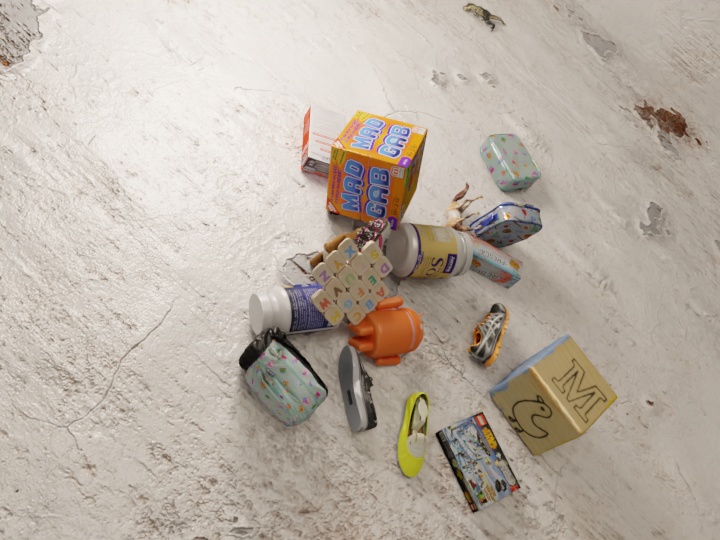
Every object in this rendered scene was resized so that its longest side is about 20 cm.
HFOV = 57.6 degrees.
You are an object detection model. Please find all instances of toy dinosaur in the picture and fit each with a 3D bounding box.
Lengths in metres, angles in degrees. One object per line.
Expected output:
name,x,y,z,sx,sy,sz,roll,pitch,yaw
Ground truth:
toy dinosaur,0.496,-0.988,2.558,0.199,0.047,0.088,18,48,-22

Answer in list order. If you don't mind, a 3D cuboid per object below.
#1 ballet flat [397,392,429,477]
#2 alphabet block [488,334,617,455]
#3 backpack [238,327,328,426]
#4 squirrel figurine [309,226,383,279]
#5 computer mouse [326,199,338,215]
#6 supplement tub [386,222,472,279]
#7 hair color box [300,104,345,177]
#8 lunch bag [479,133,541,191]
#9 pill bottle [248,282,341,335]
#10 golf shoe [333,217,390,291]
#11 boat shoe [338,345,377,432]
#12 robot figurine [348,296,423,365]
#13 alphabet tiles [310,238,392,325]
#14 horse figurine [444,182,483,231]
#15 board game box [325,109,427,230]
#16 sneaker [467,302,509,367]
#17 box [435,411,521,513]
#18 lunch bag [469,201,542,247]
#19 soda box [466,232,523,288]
ballet flat,0.129,0.373,1.519,0.067,0.067,0.201,21,54,-16
alphabet block,0.487,0.316,1.666,0.196,0.195,0.200,-28,76,-35
backpack,-0.168,0.232,1.407,0.127,0.167,0.200,-43,89,-19
squirrel figurine,0.000,0.000,1.639,0.200,0.141,0.187,-30,84,-35
computer mouse,-0.040,-0.212,1.814,0.058,0.034,0.200,22,45,13
supplement tub,0.185,-0.050,1.756,0.199,0.145,0.146,3,60,-26
hair color box,-0.104,-0.363,1.848,0.111,0.064,0.201,15,54,-21
lunch bag,0.494,-0.353,2.148,0.160,0.077,0.201,-11,67,-34
pill bottle,-0.150,0.090,1.513,0.199,0.116,0.116,-4,64,-30
golf shoe,0.015,-0.030,1.543,0.092,0.073,0.200,34,87,-35
boat shoe,0.001,0.271,1.516,0.066,0.070,0.201,5,60,-34
robot figurine,0.070,0.149,1.592,0.199,0.117,0.144,-4,64,-30
alphabet tiles,-0.018,0.029,1.489,0.200,0.015,0.196,-44,127,-11
horse figurine,0.292,-0.165,1.915,0.050,0.132,0.201,45,38,-36
board game box,0.042,-0.264,1.711,0.199,0.201,0.200,17,43,10
sneaker,0.345,0.161,1.760,0.077,0.078,0.200,25,51,-1
box,0.281,0.455,1.567,0.137,0.040,0.201,-13,68,-32
lunch bag,0.418,-0.133,1.895,0.160,0.200,0.076,8,67,-24
soda box,0.369,-0.027,1.892,0.199,0.064,0.069,27,53,-10
